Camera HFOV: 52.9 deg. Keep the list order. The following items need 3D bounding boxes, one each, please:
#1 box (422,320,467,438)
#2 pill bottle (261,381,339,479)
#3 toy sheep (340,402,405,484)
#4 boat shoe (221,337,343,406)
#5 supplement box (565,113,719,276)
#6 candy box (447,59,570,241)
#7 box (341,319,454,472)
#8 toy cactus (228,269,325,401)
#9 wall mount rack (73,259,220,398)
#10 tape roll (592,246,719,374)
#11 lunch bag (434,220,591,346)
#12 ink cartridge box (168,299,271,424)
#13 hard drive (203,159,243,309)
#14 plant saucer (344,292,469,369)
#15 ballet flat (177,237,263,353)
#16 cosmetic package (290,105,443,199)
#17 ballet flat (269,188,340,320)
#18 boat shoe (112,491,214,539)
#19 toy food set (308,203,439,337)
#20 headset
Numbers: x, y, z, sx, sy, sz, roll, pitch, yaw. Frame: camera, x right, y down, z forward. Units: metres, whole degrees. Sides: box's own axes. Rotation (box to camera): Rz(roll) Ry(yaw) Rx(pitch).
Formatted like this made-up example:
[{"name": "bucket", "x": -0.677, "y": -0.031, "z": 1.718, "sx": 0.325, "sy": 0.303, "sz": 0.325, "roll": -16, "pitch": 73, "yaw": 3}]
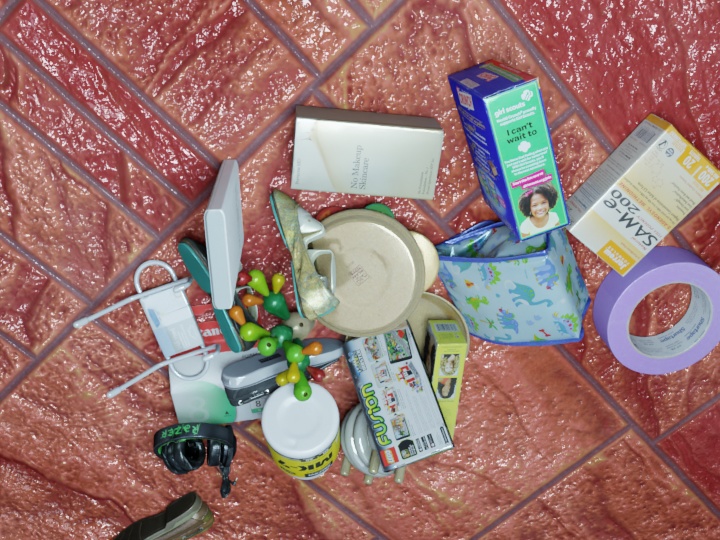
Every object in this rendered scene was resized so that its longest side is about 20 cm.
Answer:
[{"name": "box", "x": 0.124, "y": 0.181, "z": 1.134, "sx": 0.050, "sy": 0.075, "sz": 0.201, "roll": 0, "pitch": 115, "yaw": -8}, {"name": "pill bottle", "x": -0.088, "y": 0.256, "z": 1.122, "sx": 0.114, "sy": 0.115, "sz": 0.200, "roll": -5, "pitch": 153, "yaw": -3}, {"name": "toy sheep", "x": 0.032, "y": 0.269, "z": 1.160, "sx": 0.138, "sy": 0.138, "sz": 0.200, "roll": 40, "pitch": 147, "yaw": -21}, {"name": "boat shoe", "x": -0.115, "y": 0.160, "z": 1.115, "sx": 0.199, "sy": 0.070, "sz": 0.067, "roll": -16, "pitch": 114, "yaw": -29}, {"name": "supplement box", "x": 0.405, "y": -0.108, "z": 1.060, "sx": 0.126, "sy": 0.074, "sz": 0.200, "roll": 35, "pitch": 108, "yaw": -19}, {"name": "candy box", "x": 0.195, "y": -0.164, "z": 0.960, "sx": 0.077, "sy": 0.169, "sz": 0.201, "roll": -22, "pitch": 116, "yaw": 2}, {"name": "box", "x": 0.054, "y": 0.185, "z": 1.077, "sx": 0.110, "sy": 0.035, "sz": 0.201, "roll": -21, "pitch": 71, "yaw": 6}, {"name": "toy cactus", "x": -0.103, "y": 0.082, "z": 1.049, "sx": 0.102, "sy": 0.165, "sz": 0.200, "roll": -34, "pitch": 87, "yaw": 18}, {"name": "wall mount rack", "x": -0.310, "y": 0.094, "z": 1.072, "sx": 0.173, "sy": 0.075, "sz": 0.201, "roll": -19, "pitch": 104, "yaw": 0}, {"name": "tape roll", "x": 0.479, "y": 0.065, "z": 1.155, "sx": 0.199, "sy": 0.066, "sz": 0.201, "roll": -2, "pitch": 115, "yaw": -4}, {"name": "lunch bag", "x": 0.220, "y": 0.019, "z": 1.079, "sx": 0.199, "sy": 0.128, "sz": 0.170, "roll": -11, "pitch": 120, "yaw": 33}, {"name": "ink cartridge box", "x": -0.223, "y": 0.150, "z": 1.141, "sx": 0.160, "sy": 0.050, "sz": 0.201, "roll": -8, "pitch": 118, "yaw": -2}, {"name": "hard drive", "x": -0.178, "y": -0.055, "z": 0.961, "sx": 0.026, "sy": 0.200, "sz": 0.133, "roll": -2, "pitch": 116, "yaw": -3}, {"name": "plant saucer", "x": 0.073, "y": 0.113, "z": 1.156, "sx": 0.199, "sy": 0.035, "sz": 0.201, "roll": -2, "pitch": 116, "yaw": -4}, {"name": "ballet flat", "x": -0.201, "y": 0.027, "z": 1.072, "sx": 0.068, "sy": 0.068, "sz": 0.201, "roll": -38, "pitch": 119, "yaw": -32}, {"name": "cosmetic package", "x": 0.006, "y": -0.162, "z": 0.998, "sx": 0.199, "sy": 0.073, "sz": 0.104, "roll": 2, "pitch": 116, "yaw": -7}, {"name": "ballet flat", "x": -0.073, "y": -0.029, "z": 1.009, "sx": 0.070, "sy": 0.201, "sz": 0.071, "roll": -14, "pitch": 160, "yaw": -5}, {"name": "boat shoe", "x": -0.350, "y": 0.468, "z": 1.267, "sx": 0.199, "sy": 0.072, "sz": 0.068, "roll": -29, "pitch": 114, "yaw": 9}, {"name": "toy food set", "x": 0.000, "y": 0.000, "z": 1.068, "sx": 0.198, "sy": 0.049, "sz": 0.200, "roll": 35, "pitch": 104, "yaw": -3}, {"name": "headset", "x": -0.252, "y": 0.300, "z": 1.158, "sx": 0.123, "sy": 0.094, "sz": 0.200, "roll": -11, "pitch": 150, "yaw": 8}]
